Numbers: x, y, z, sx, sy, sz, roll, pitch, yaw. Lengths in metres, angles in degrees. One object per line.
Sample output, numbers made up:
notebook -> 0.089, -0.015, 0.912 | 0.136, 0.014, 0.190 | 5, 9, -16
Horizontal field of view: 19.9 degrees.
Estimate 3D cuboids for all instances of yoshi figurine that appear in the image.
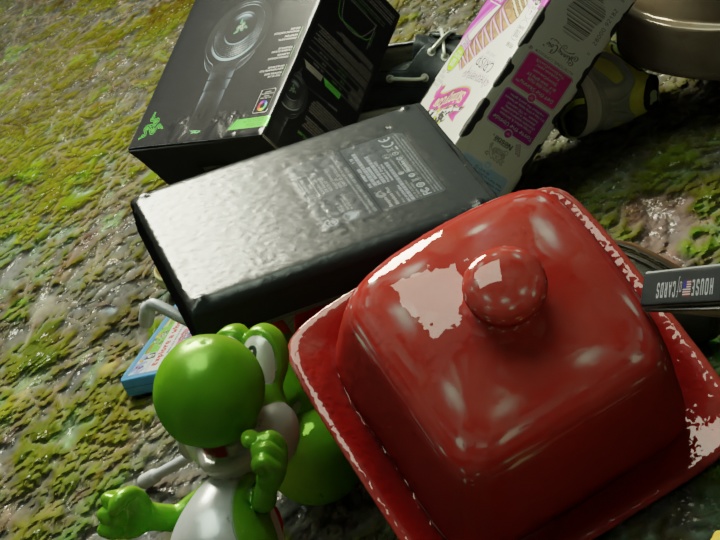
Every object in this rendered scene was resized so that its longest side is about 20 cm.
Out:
yoshi figurine -> -0.081, 0.119, 1.095 | 0.111, 0.202, 0.112 | 7, -17, -10
yoshi figurine -> -0.011, 0.078, 1.263 | 0.111, 0.113, 0.200 | 30, 33, 19

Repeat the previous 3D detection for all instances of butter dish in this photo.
butter dish -> 0.078, 0.038, 1.089 | 0.198, 0.148, 0.201 | -30, 63, -10

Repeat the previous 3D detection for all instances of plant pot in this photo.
plant pot -> 0.281, -0.253, 1.497 | 0.198, 0.175, 0.200 | -6, 25, 3

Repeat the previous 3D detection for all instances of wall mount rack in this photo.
wall mount rack -> -0.085, 0.056, 1.329 | 0.074, 0.175, 0.200 | 23, 46, 21

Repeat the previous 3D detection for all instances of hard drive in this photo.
hard drive -> -0.029, -0.032, 1.255 | 0.198, 0.033, 0.140 | -19, 37, -12

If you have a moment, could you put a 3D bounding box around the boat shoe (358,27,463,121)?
boat shoe -> 0.057, -0.174, 1.762 | 0.198, 0.061, 0.076 | -14, 25, 26

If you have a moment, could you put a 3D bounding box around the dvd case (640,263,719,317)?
dvd case -> 0.253, 0.017, 1.005 | 0.198, 0.025, 0.150 | 6, -3, -9

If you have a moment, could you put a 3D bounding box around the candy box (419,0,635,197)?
candy box -> 0.108, -0.142, 1.510 | 0.201, 0.061, 0.136 | -58, 17, 6

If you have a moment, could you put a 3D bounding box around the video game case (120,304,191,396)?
video game case -> -0.065, 0.031, 1.502 | 0.198, 0.018, 0.143 | -12, 27, 28

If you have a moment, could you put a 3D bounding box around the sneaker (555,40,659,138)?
sneaker -> 0.178, -0.151, 1.598 | 0.076, 0.076, 0.200 | -6, 25, -5

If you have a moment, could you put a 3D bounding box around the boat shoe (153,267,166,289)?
boat shoe -> -0.077, -0.043, 1.615 | 0.199, 0.064, 0.073 | -19, 23, 16

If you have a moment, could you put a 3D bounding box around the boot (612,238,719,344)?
boot -> 0.111, 0.030, 1.225 | 0.198, 0.075, 0.097 | 13, 42, 28

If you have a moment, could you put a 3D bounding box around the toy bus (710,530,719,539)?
toy bus -> 0.208, 0.140, 0.868 | 0.192, 0.136, 0.200 | -38, 18, 10

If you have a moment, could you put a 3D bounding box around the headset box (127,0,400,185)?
headset box -> -0.085, -0.154, 1.750 | 0.173, 0.093, 0.201 | -1, 59, 44
